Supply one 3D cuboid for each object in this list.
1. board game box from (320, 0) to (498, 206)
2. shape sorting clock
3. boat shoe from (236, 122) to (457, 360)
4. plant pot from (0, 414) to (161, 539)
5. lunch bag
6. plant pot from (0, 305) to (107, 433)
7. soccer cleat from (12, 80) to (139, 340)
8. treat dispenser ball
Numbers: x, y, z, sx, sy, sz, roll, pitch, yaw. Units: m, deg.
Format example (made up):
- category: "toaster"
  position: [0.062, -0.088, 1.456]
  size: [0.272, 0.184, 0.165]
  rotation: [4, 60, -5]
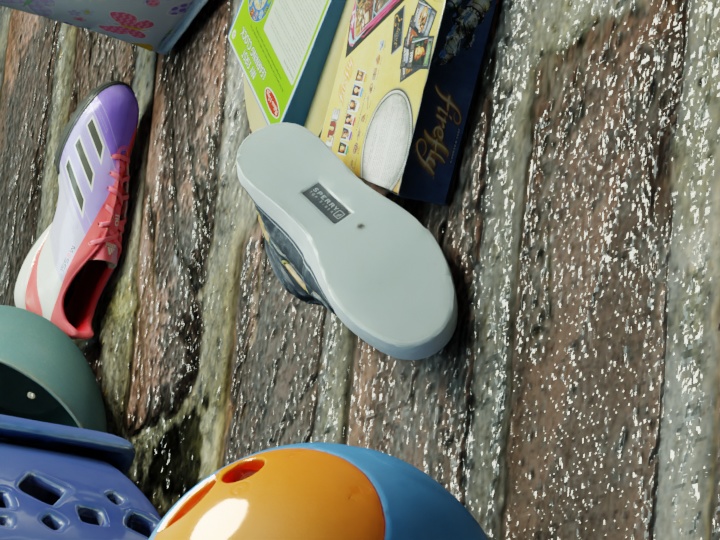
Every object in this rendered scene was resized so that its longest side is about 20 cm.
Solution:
- category: "board game box"
  position: [0.035, -0.148, 1.582]
  size: [0.135, 0.034, 0.201]
  rotation: [27, 104, 65]
- category: "shape sorting clock"
  position: [-0.034, -0.166, 1.738]
  size: [0.200, 0.039, 0.201]
  rotation: [-37, 48, 56]
- category: "boat shoe"
  position: [0.000, 0.000, 1.565]
  size: [0.200, 0.071, 0.091]
  rotation: [50, 165, 39]
- category: "plant pot"
  position: [-0.251, 0.209, 1.841]
  size: [0.200, 0.199, 0.180]
  rotation: [-62, 29, 34]
- category: "lunch bag"
  position: [-0.175, -0.264, 1.939]
  size: [0.200, 0.169, 0.128]
  rotation: [137, 142, -57]
- category: "plant pot"
  position: [-0.273, 0.104, 1.988]
  size: [0.200, 0.200, 0.135]
  rotation: [-61, 6, 33]
- category: "soccer cleat"
  position: [-0.202, -0.044, 2.040]
  size: [0.073, 0.068, 0.201]
  rotation: [29, 103, 41]
- category: "treat dispenser ball"
  position: [-0.021, 0.187, 1.343]
  size: [0.201, 0.200, 0.202]
  rotation: [-41, 43, 54]
